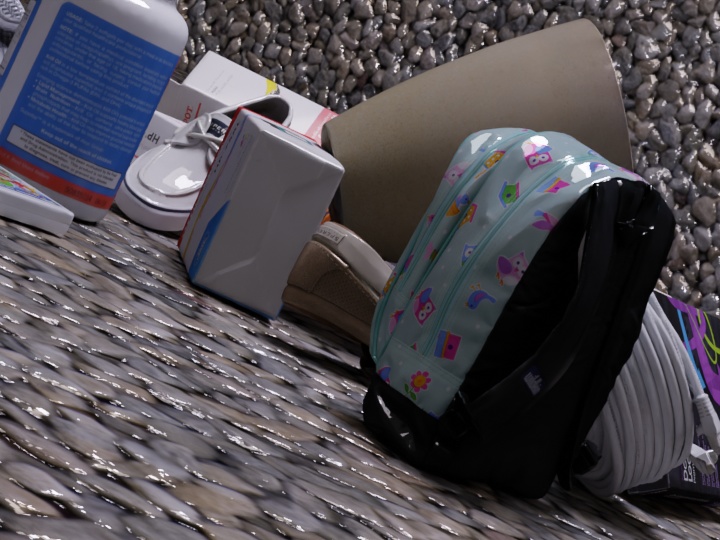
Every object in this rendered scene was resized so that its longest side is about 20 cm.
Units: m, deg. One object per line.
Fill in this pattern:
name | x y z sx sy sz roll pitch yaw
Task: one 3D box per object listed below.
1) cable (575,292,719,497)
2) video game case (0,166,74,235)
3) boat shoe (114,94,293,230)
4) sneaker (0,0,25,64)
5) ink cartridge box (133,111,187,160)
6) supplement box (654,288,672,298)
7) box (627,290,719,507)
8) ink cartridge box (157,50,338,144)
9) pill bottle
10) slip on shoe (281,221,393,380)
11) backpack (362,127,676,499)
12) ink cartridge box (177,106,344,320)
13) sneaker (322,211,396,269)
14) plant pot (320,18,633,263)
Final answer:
cable | 0.141 0.050 1.460 0.201 0.069 0.200 65 -16 -6
video game case | -0.292 -0.083 1.436 0.199 0.018 0.143 30 6 38
boat shoe | -0.116 -0.090 1.749 0.072 0.066 0.200 41 34 18
sneaker | -0.278 -0.124 1.629 0.075 0.115 0.201 34 -25 53
ink cartridge box | -0.128 -0.077 1.902 0.116 0.068 0.200 30 6 35
supplement box | 0.145 0.050 1.665 0.125 0.074 0.200 27 23 9
box | 0.228 0.094 1.618 0.036 0.144 0.200 -12 -12 24
ink cartridge box | -0.113 -0.119 2.055 0.199 0.117 0.068 27 41 5
pill bottle | -0.186 -0.146 1.558 0.112 0.201 0.112 26 5 -3
slip on shoe | 0.026 0.051 1.485 0.200 0.061 0.076 45 -14 -34
backpack | 0.090 0.019 1.303 0.126 0.201 0.167 29 7 32
ink cartridge box | -0.076 -0.046 1.595 0.067 0.117 0.200 24 5 -12
sneaker | 0.000 0.000 1.768 0.077 0.112 0.201 37 34 -24
plant pot | 0.076 -0.075 1.612 0.198 0.189 0.187 -8 11 -7
